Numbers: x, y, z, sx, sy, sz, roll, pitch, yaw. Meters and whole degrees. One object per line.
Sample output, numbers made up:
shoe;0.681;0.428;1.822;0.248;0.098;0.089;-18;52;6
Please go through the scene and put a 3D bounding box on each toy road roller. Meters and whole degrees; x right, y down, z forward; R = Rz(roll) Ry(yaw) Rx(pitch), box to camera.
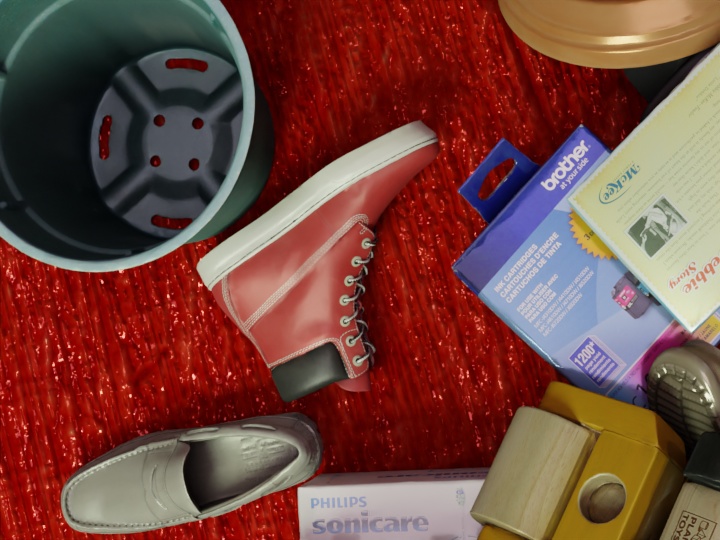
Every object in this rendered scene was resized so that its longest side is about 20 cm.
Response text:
toy road roller;0.183;0.169;0.929;0.199;0.146;0.124;17;73;39

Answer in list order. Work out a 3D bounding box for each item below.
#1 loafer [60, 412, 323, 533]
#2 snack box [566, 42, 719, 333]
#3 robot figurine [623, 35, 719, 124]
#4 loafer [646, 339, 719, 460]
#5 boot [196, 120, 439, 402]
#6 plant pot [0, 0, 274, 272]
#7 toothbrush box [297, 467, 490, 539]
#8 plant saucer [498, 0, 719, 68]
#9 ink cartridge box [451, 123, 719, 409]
loafer;-0.125;0.145;1.051;0.198;0.070;0.071;-18;86;7
snack box;0.236;-0.072;0.900;0.116;0.037;0.200;48;111;10
robot figurine;0.265;-0.092;0.974;0.150;0.125;0.200;-45;80;20
loafer;0.249;0.106;0.964;0.068;0.201;0.075;-46;41;-15
boot;0.000;0.000;1.039;0.199;0.072;0.145;-37;84;14
plant pot;-0.148;-0.096;0.997;0.198;0.196;0.203;0;88;8
toothbrush box;0.038;0.241;1.017;0.145;0.085;0.203;-4;88;9
plant saucer;0.184;-0.216;0.974;0.198;0.038;0.202;-12;48;13
ink cartridge box;0.157;-0.004;1.013;0.200;0.076;0.137;43;94;9
